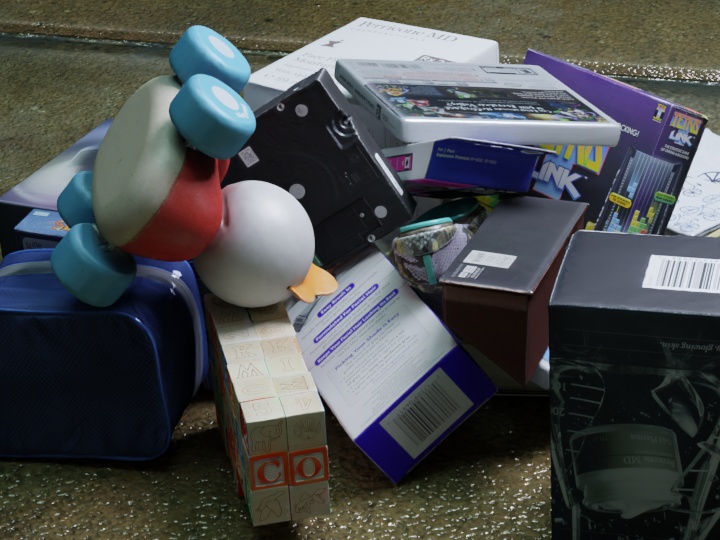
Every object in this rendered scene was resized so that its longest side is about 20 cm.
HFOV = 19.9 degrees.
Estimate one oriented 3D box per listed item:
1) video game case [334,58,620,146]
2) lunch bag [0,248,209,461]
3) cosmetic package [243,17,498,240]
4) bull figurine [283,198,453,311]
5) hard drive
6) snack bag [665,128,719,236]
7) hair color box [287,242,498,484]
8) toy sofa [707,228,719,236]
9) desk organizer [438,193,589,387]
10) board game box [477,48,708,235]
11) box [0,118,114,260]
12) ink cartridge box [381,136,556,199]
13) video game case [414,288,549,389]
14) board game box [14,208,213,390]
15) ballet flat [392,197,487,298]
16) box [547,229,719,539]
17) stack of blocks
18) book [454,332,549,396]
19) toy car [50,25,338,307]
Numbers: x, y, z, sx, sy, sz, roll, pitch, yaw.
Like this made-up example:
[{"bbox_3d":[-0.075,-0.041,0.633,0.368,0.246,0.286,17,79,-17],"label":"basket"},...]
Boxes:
[{"bbox_3d":[0.097,-0.144,1.758,0.198,0.024,0.182,0,21,-20],"label":"video game case"},{"bbox_3d":[-0.224,0.062,1.625,0.198,0.137,0.133,2,26,14],"label":"lunch bag"},{"bbox_3d":[0.014,-0.122,1.934,0.164,0.166,0.200,14,31,31],"label":"cosmetic package"},{"bbox_3d":[0.000,0.000,1.757,0.198,0.122,0.066,-12,63,-31],"label":"bull figurine"},{"bbox_3d":[-0.072,-0.055,1.663,0.199,0.140,0.038,-31,14,20],"label":"hard drive"},{"bbox_3d":[0.327,-0.086,1.980,0.199,0.022,0.188,-19,29,-29],"label":"snack bag"},{"bbox_3d":[0.016,0.067,1.607,0.109,0.065,0.200,-42,33,2],"label":"hair color box"},{"bbox_3d":[0.344,0.040,1.670,0.082,0.098,0.200,-29,29,1],"label":"toy sofa"},{"bbox_3d":[0.119,0.012,1.577,0.071,0.078,0.200,7,22,16],"label":"desk organizer"},{"bbox_3d":[0.200,-0.093,1.845,0.056,0.167,0.199,12,11,-40],"label":"board game box"},{"bbox_3d":[-0.188,-0.039,1.845,0.198,0.124,0.198,8,30,24],"label":"box"},{"bbox_3d":[0.074,-0.083,1.684,0.094,0.037,0.200,6,-5,-22],"label":"ink cartridge box"},{"bbox_3d":[0.168,0.033,1.661,0.181,0.022,0.200,-11,25,-28],"label":"video game case"},{"bbox_3d":[-0.182,0.026,1.691,0.198,0.136,0.035,9,35,23],"label":"board game box"},{"bbox_3d":[0.066,-0.014,1.647,0.071,0.073,0.200,2,8,11],"label":"ballet flat"},{"bbox_3d":[0.236,0.090,1.430,0.198,0.198,0.124,3,28,15],"label":"box"},{"bbox_3d":[-0.070,0.109,1.530,0.058,0.116,0.200,-8,27,-9],"label":"stack of blocks"},{"bbox_3d":[0.181,0.055,1.688,0.198,0.049,0.134,2,24,10],"label":"book"},{"bbox_3d":[-0.102,-0.042,1.558,0.199,0.185,0.177,34,21,-21],"label":"toy car"}]
